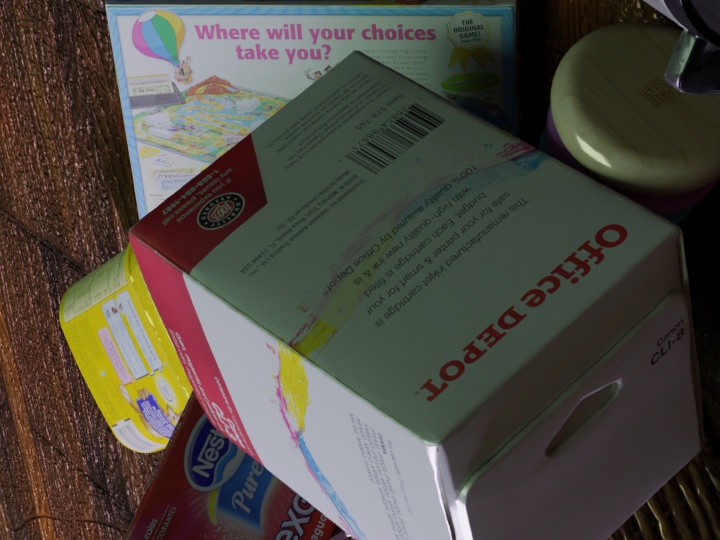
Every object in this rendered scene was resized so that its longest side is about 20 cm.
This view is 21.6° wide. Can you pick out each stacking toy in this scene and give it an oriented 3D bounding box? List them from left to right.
[{"bbox_3d":[0.110,-0.023,0.871,0.085,0.085,0.200,51,155,21],"label":"stacking toy"}]

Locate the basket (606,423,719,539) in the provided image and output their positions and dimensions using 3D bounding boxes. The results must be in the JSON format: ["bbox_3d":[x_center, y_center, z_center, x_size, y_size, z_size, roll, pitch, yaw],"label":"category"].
[{"bbox_3d":[0.107,0.164,0.948,0.149,0.142,0.201,-19,96,60],"label":"basket"}]

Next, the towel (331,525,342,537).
[{"bbox_3d":[-0.041,0.055,1.108,0.023,0.144,0.201,-23,87,22],"label":"towel"}]

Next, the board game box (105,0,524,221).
[{"bbox_3d":[-0.019,-0.080,0.939,0.199,0.034,0.135,2,125,9],"label":"board game box"}]

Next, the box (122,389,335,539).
[{"bbox_3d":[-0.056,0.106,0.984,0.095,0.201,0.100,25,171,-3],"label":"box"}]

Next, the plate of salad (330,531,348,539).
[{"bbox_3d":[-0.059,0.084,1.135,0.048,0.200,0.201,-21,97,19],"label":"plate of salad"}]

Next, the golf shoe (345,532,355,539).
[{"bbox_3d":[0.022,0.171,1.039,0.077,0.088,0.200,44,132,20],"label":"golf shoe"}]

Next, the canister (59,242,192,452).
[{"bbox_3d":[-0.128,0.046,1.294,0.149,0.086,0.200,64,152,-1],"label":"canister"}]

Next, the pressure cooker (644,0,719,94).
[{"bbox_3d":[0.134,-0.168,0.614,0.200,0.178,0.176,42,164,33],"label":"pressure cooker"}]

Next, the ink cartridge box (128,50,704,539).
[{"bbox_3d":[0.028,0.030,0.823,0.200,0.145,0.145,33,153,39],"label":"ink cartridge box"}]
